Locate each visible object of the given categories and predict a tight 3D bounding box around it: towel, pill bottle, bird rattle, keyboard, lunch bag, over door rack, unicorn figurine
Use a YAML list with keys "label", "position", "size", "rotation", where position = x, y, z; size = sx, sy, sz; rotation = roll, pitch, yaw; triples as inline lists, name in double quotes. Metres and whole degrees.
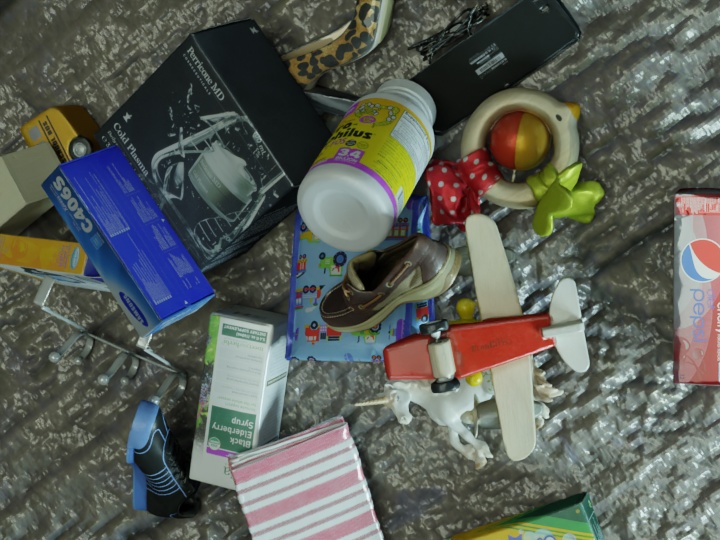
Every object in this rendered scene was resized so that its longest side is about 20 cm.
- label: "towel"
  position: [-0.057, 0.280, 1.637]
  size: [0.145, 0.030, 0.201]
  rotation: [-19, 105, -10]
- label: "pill bottle"
  position: [0.015, -0.118, 1.507]
  size: [0.104, 0.200, 0.105]
  rotation: [14, 133, 15]
- label: "bird rattle"
  position: [0.164, -0.115, 1.547]
  size: [0.199, 0.112, 0.164]
  rotation: [11, 89, 29]
- label: "keyboard"
  position: [0.133, -0.241, 1.560]
  size: [0.199, 0.040, 0.104]
  rotation: [-33, 110, 17]
- label: "lunch bag"
  position: [0.000, 0.000, 1.602]
  size: [0.149, 0.094, 0.202]
  rotation: [-1, 88, 22]
- label: "over door rack"
  position: [-0.289, 0.092, 1.644]
  size: [0.147, 0.200, 0.067]
  rotation: [21, 70, 13]
- label: "unicorn figurine"
  position: [0.115, 0.149, 1.596]
  size: [0.199, 0.074, 0.138]
  rotation: [-34, 86, 2]

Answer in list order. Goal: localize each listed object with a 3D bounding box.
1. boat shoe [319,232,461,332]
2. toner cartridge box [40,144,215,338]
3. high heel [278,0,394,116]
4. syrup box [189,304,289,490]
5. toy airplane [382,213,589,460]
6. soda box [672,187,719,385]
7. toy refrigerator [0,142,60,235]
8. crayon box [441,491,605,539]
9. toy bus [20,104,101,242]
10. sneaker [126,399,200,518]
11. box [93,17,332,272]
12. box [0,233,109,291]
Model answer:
- label: "boat shoe"
  position: [0.014, 0.007, 1.480]
  size: [0.072, 0.073, 0.199]
  rotation: [33, 147, -27]
- label: "toner cartridge box"
  position: [-0.250, -0.033, 1.547]
  size: [0.043, 0.095, 0.201]
  rotation: [-37, 85, 39]
- label: "high heel"
  position: [-0.041, -0.272, 1.579]
  size: [0.142, 0.071, 0.201]
  rotation: [16, 110, 8]
- label: "syrup box"
  position: [-0.137, 0.148, 1.660]
  size: [0.078, 0.081, 0.202]
  rotation: [11, 99, 15]
- label: "toy airplane"
  position: [0.141, 0.069, 1.506]
  size: [0.198, 0.141, 0.201]
  rotation: [33, 83, -12]
- label: "soda box"
  position: [0.360, 0.016, 1.496]
  size: [0.063, 0.070, 0.202]
  rotation: [1, 98, 17]
- label: "toy refrigerator"
  position: [-0.431, -0.075, 1.688]
  size: [0.200, 0.076, 0.070]
  rotation: [-32, 87, 41]
- label: "crayon box"
  position: [0.181, 0.342, 1.603]
  size: [0.199, 0.052, 0.127]
  rotation: [-22, 90, 19]
- label: "toy bus"
  position: [-0.318, -0.098, 1.692]
  size: [0.078, 0.065, 0.201]
  rotation: [-28, 88, 19]
- label: "sneaker"
  position: [-0.225, 0.222, 1.668]
  size: [0.077, 0.070, 0.201]
  rotation: [11, 142, 4]
- label: "box"
  position: [-0.154, -0.135, 1.582]
  size: [0.196, 0.124, 0.201]
  rotation: [-38, 85, 34]
- label: "box"
  position: [-0.321, -0.005, 1.625]
  size: [0.199, 0.119, 0.042]
  rotation: [4, 80, 36]
